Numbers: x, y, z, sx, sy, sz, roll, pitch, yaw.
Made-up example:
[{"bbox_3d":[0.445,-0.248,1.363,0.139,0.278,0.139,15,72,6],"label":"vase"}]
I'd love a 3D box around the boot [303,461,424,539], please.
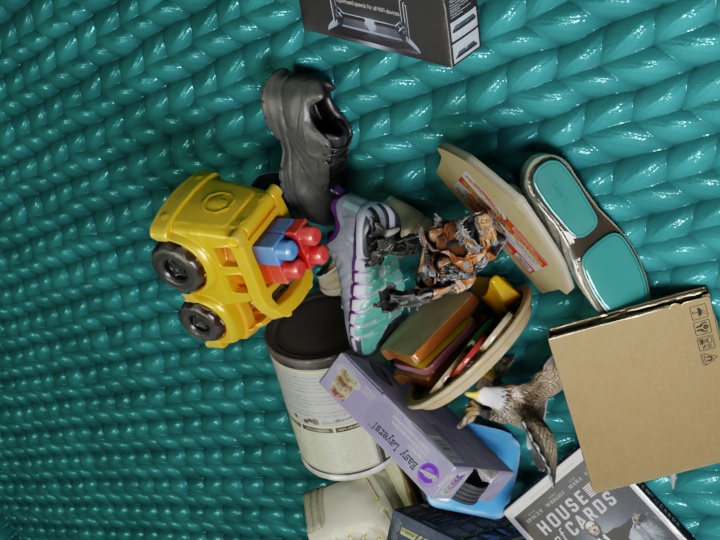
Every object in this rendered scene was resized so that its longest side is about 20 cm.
[{"bbox_3d":[0.016,0.347,1.728,0.072,0.154,0.200,44,-159,-59],"label":"boot"}]

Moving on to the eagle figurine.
[{"bbox_3d":[0.184,0.145,1.454,0.200,0.151,0.152,0,112,57],"label":"eagle figurine"}]

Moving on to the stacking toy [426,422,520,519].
[{"bbox_3d":[0.108,0.241,1.697,0.116,0.110,0.200,15,174,-21],"label":"stacking toy"}]

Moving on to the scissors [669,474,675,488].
[{"bbox_3d":[0.337,0.162,1.420,0.073,0.014,0.200,6,125,43],"label":"scissors"}]

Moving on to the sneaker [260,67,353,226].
[{"bbox_3d":[-0.048,-0.134,1.528,0.091,0.076,0.200,8,131,35],"label":"sneaker"}]

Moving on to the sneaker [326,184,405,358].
[{"bbox_3d":[0.000,0.000,1.504,0.087,0.074,0.201,34,133,40],"label":"sneaker"}]

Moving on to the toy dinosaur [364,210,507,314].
[{"bbox_3d":[0.081,-0.001,1.407,0.200,0.135,0.102,99,157,-46],"label":"toy dinosaur"}]

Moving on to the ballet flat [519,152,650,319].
[{"bbox_3d":[0.225,-0.032,1.337,0.200,0.067,0.062,59,173,-7],"label":"ballet flat"}]

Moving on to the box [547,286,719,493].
[{"bbox_3d":[0.289,0.124,1.343,0.163,0.021,0.200,-16,117,9],"label":"box"}]

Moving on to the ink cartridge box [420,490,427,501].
[{"bbox_3d":[0.084,0.384,1.821,0.200,0.125,0.129,25,139,32],"label":"ink cartridge box"}]

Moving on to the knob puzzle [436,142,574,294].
[{"bbox_3d":[0.154,-0.059,1.352,0.220,0.030,0.220,49,175,6],"label":"knob puzzle"}]

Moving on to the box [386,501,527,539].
[{"bbox_3d":[0.153,0.328,1.634,0.157,0.200,0.051,19,102,37],"label":"box"}]

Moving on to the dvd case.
[{"bbox_3d":[0.284,0.307,1.543,0.200,0.025,0.150,47,112,4],"label":"dvd case"}]

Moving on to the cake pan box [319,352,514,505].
[{"bbox_3d":[0.069,0.181,1.512,0.200,0.184,0.052,43,102,25],"label":"cake pan box"}]

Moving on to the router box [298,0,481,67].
[{"bbox_3d":[0.019,-0.297,1.308,0.200,0.052,0.158,22,136,35],"label":"router box"}]

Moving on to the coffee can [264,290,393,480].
[{"bbox_3d":[-0.029,0.146,1.703,0.146,0.146,0.200,18,134,38],"label":"coffee can"}]

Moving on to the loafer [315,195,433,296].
[{"bbox_3d":[0.008,-0.032,1.562,0.068,0.076,0.200,54,137,-3],"label":"loafer"}]

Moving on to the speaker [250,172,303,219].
[{"bbox_3d":[-0.129,-0.042,1.699,0.081,0.081,0.200,45,145,6],"label":"speaker"}]

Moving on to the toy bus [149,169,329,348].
[{"bbox_3d":[-0.120,-0.005,1.554,0.192,0.136,0.200,6,133,30],"label":"toy bus"}]

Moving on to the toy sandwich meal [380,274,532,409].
[{"bbox_3d":[0.102,0.068,1.448,0.070,0.205,0.205,45,147,-7],"label":"toy sandwich meal"}]
